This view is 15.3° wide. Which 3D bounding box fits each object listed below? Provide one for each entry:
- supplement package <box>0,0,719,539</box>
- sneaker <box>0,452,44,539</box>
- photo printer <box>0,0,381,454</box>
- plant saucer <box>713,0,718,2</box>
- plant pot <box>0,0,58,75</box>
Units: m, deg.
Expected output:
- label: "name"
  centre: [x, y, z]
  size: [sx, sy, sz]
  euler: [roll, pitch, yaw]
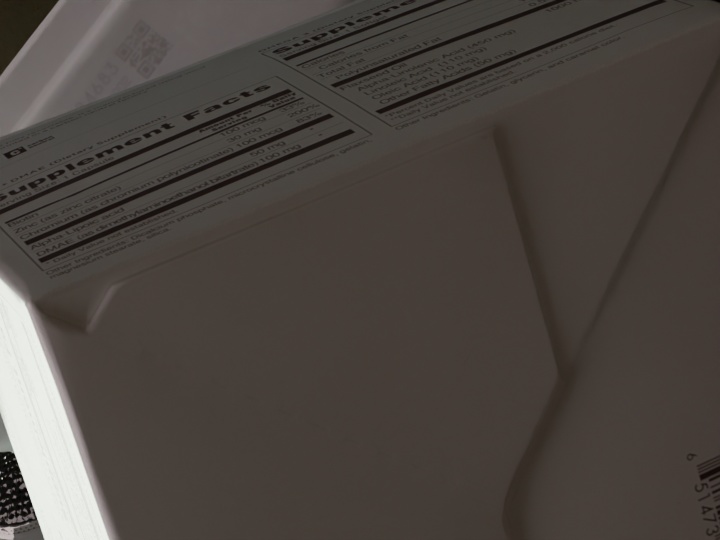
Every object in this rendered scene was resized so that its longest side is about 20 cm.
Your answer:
- label: "supplement package"
  centre: [0.016, 0.052, 0.580]
  size: [0.111, 0.155, 0.201]
  euler: [35, 145, 64]
- label: "sneaker"
  centre: [-0.086, 0.014, 0.927]
  size: [0.201, 0.077, 0.078]
  euler: [-59, 36, 13]
- label: "photo printer"
  centre: [-0.051, -0.035, 0.704]
  size: [0.069, 0.167, 0.200]
  euler: [38, -177, -1]
- label: "plant saucer"
  centre: [0.077, 0.001, 0.661]
  size: [0.200, 0.034, 0.201]
  euler: [159, 90, -77]
- label: "plant pot"
  centre: [-0.145, -0.068, 1.047]
  size: [0.188, 0.199, 0.188]
  euler: [60, 165, 28]
